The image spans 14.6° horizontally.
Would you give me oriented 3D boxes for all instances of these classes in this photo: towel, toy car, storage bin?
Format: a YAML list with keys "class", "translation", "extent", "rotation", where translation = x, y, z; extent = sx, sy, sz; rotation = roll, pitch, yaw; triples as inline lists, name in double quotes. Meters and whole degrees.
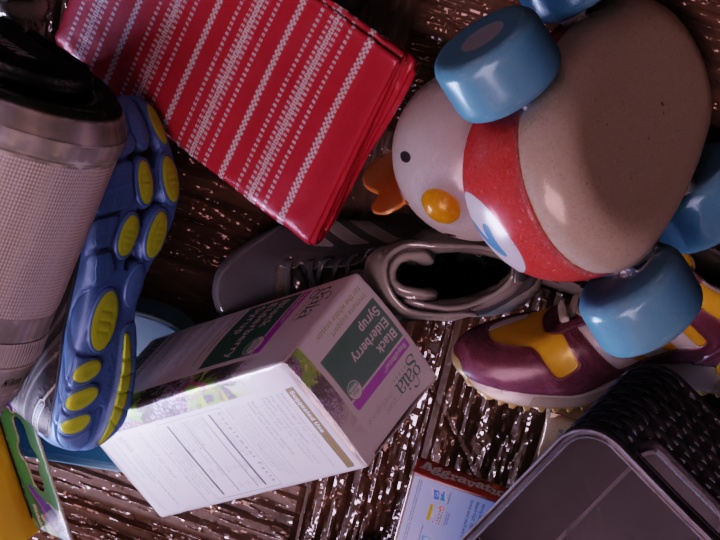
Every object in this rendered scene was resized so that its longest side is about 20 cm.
- class: "towel"
  translation: [-0.071, -0.121, 1.547]
  extent: [0.200, 0.022, 0.145]
  rotation: [38, 129, 12]
- class: "toy car"
  translation: [0.074, -0.057, 1.486]
  extent: [0.199, 0.177, 0.185]
  rotation: [-15, 118, 40]
- class: "storage bin"
  translation: [0.129, 0.165, 1.515]
  extent: [0.135, 0.094, 0.200]
  rotation: [45, 126, 6]

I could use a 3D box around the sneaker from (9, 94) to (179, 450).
- class: "sneaker"
  translation: [-0.158, -0.002, 1.571]
  extent: [0.082, 0.071, 0.201]
  rotation: [17, 96, 38]

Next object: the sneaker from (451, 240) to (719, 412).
- class: "sneaker"
  translation: [0.148, 0.020, 1.545]
  extent: [0.199, 0.075, 0.091]
  rotation: [-4, 120, -6]

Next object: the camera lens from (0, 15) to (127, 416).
- class: "camera lens"
  translation: [-0.225, -0.032, 1.485]
  extent: [0.159, 0.160, 0.201]
  rotation: [24, 104, 2]

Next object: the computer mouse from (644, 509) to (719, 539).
- class: "computer mouse"
  translation: [0.219, 0.190, 1.570]
  extent: [0.109, 0.044, 0.200]
  rotation: [-33, 106, 33]

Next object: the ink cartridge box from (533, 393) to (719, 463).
- class: "ink cartridge box"
  translation: [0.172, 0.162, 1.641]
  extent: [0.164, 0.075, 0.201]
  rotation: [17, 124, 6]

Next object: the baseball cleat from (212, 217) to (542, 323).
- class: "baseball cleat"
  translation: [0.000, 0.000, 1.576]
  extent: [0.199, 0.106, 0.070]
  rotation: [-8, 88, 16]

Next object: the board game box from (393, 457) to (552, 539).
- class: "board game box"
  translation: [0.059, 0.209, 1.646]
  extent: [0.102, 0.019, 0.201]
  rotation: [19, 122, 8]

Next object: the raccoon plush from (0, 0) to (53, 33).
- class: "raccoon plush"
  translation: [-0.248, -0.182, 1.576]
  extent: [0.134, 0.097, 0.199]
  rotation: [44, 149, -25]

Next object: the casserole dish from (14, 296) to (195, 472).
- class: "casserole dish"
  translation: [-0.173, 0.060, 1.716]
  extent: [0.199, 0.039, 0.122]
  rotation: [7, 124, 15]

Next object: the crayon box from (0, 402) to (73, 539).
- class: "crayon box"
  translation: [-0.271, 0.103, 1.716]
  extent: [0.199, 0.051, 0.126]
  rotation: [16, 130, 43]

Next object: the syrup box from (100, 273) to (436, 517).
- class: "syrup box"
  translation: [-0.059, 0.072, 1.577]
  extent: [0.199, 0.079, 0.082]
  rotation: [-19, 115, 49]
